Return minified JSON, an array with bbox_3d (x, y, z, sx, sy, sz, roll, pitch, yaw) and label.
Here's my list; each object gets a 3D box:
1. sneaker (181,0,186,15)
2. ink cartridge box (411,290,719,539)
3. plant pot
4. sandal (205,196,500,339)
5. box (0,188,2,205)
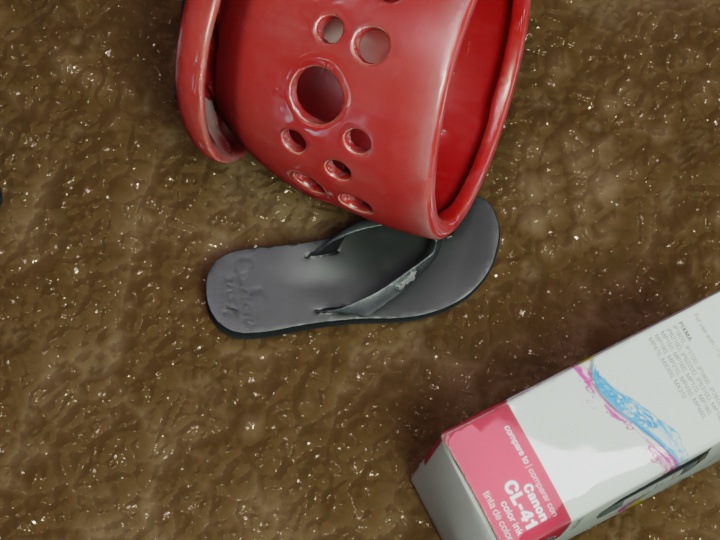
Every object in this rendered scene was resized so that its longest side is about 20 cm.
[{"bbox_3d":[-0.074,-0.246,1.340,0.087,0.076,0.201,23,82,38],"label":"sneaker"},{"bbox_3d":[0.142,0.105,1.201,0.199,0.148,0.086,-24,77,-11],"label":"ink cartridge box"},{"bbox_3d":[-0.004,-0.139,1.236,0.182,0.201,0.201,18,71,16],"label":"plant pot"},{"bbox_3d":[0.000,0.001,1.275,0.199,0.043,0.076,-17,75,-10],"label":"sandal"},{"bbox_3d":[-0.310,-0.088,1.191,0.148,0.200,0.107,-25,75,-13],"label":"box"}]
